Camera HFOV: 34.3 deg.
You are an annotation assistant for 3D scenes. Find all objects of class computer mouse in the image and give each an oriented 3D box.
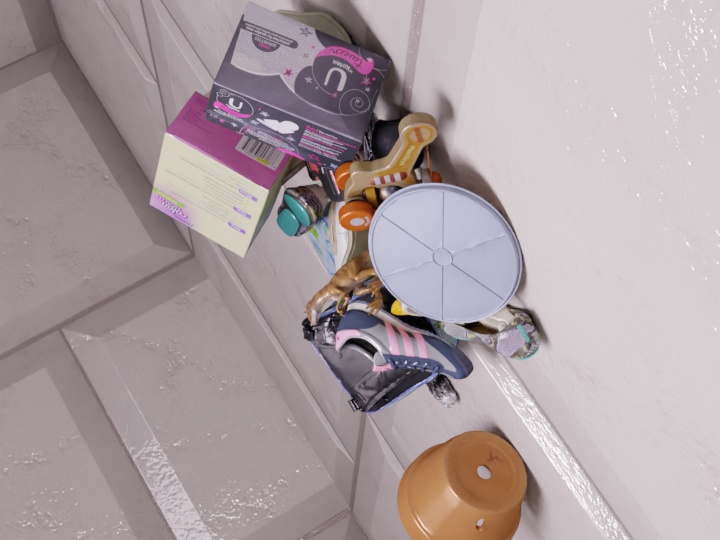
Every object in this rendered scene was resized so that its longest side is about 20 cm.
[{"bbox_3d":[0.030,-0.137,1.564,0.200,0.046,0.141,-160,66,-69],"label":"computer mouse"}]

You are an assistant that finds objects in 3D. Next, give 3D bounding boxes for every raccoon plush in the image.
[{"bbox_3d":[0.058,0.161,1.935,0.200,0.134,0.097,55,164,24],"label":"raccoon plush"}]

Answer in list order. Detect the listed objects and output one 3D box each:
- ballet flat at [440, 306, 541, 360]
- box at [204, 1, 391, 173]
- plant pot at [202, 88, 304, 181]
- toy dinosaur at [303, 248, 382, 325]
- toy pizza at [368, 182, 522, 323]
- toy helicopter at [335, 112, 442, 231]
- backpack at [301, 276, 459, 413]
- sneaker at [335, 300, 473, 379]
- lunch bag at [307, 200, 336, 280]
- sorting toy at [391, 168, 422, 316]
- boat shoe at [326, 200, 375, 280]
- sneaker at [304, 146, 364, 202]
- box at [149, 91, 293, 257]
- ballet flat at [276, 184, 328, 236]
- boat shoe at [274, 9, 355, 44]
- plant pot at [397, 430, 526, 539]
[{"bbox_3d":[0.161,0.060,1.530,0.200,0.072,0.072,20,138,59],"label":"ballet flat"},{"bbox_3d":[-0.080,-0.233,1.491,0.199,0.133,0.115,22,159,-7],"label":"box"},{"bbox_3d":[-0.171,-0.225,1.928,0.177,0.200,0.200,49,165,-1],"label":"plant pot"},{"bbox_3d":[0.000,0.000,1.623,0.106,0.200,0.060,42,174,38],"label":"toy dinosaur"},{"bbox_3d":[0.106,-0.023,1.452,0.199,0.032,0.201,12,125,17],"label":"toy pizza"},{"bbox_3d":[0.054,-0.124,1.443,0.200,0.131,0.079,121,150,-53],"label":"toy helicopter"},{"bbox_3d":[0.049,0.093,1.773,0.200,0.147,0.184,-32,93,35],"label":"backpack"},{"bbox_3d":[0.057,0.120,1.638,0.199,0.082,0.070,24,151,9],"label":"sneaker"},{"bbox_3d":[-0.017,-0.021,1.960,0.201,0.082,0.161,64,164,-11],"label":"lunch bag"},{"bbox_3d":[0.081,-0.045,1.607,0.200,0.106,0.181,107,151,-70],"label":"sorting toy"},{"bbox_3d":[-0.012,-0.053,1.838,0.068,0.074,0.201,31,124,48],"label":"boat shoe"},{"bbox_3d":[-0.027,-0.163,1.714,0.200,0.086,0.074,-131,21,-64],"label":"sneaker"},{"bbox_3d":[-0.214,-0.144,1.785,0.175,0.097,0.200,29,146,0],"label":"box"},{"bbox_3d":[-0.086,-0.103,1.813,0.072,0.072,0.200,61,166,1],"label":"ballet flat"},{"bbox_3d":[-0.058,-0.317,1.624,0.067,0.072,0.200,24,-175,-39],"label":"boat shoe"},{"bbox_3d":[0.170,0.341,1.817,0.200,0.199,0.140,55,149,22],"label":"plant pot"}]
